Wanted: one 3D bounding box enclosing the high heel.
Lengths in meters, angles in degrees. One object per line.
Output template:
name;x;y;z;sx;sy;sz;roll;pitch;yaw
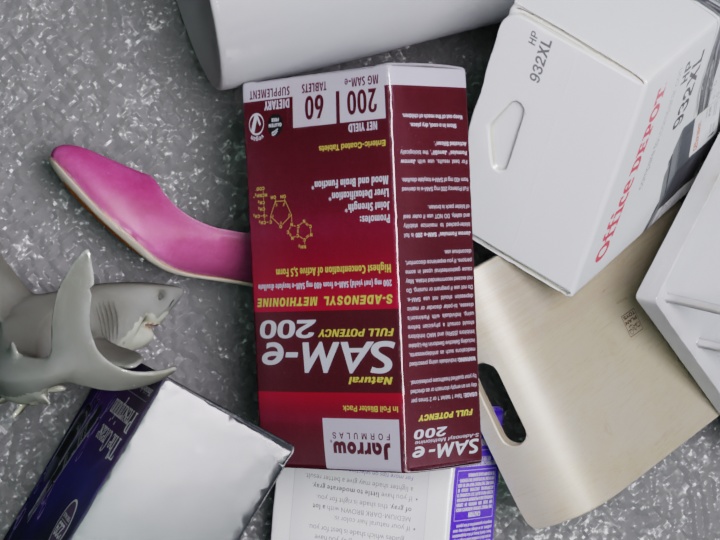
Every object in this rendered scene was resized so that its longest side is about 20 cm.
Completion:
high heel;-0.068;-0.030;1.173;0.200;0.067;0.096;37;87;-13

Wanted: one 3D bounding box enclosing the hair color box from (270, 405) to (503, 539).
hair color box;0.010;0.167;1.173;0.109;0.065;0.200;5;89;28

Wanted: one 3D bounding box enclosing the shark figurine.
shark figurine;-0.160;0.024;1.060;0.128;0.214;0.090;-22;94;1

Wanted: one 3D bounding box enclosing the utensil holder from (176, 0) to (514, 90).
utensil holder;-0.002;-0.195;1.139;0.200;0.170;0.170;-17;94;-8

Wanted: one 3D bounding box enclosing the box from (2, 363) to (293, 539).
box;-0.117;0.123;1.099;0.079;0.200;0.141;29;85;-12

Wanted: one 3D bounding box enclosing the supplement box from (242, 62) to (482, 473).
supplement box;0.000;0.000;1.096;0.061;0.109;0.200;-4;90;-46

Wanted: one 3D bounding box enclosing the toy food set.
toy food set;0.129;0.035;1.192;0.200;0.060;0.144;-31;98;-40

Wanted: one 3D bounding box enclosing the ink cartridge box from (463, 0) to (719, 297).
ink cartridge box;0.145;-0.100;1.131;0.084;0.145;0.200;33;44;19

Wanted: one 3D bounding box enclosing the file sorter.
file sorter;0.264;0.020;1.159;0.200;0.124;0.139;48;63;-44
